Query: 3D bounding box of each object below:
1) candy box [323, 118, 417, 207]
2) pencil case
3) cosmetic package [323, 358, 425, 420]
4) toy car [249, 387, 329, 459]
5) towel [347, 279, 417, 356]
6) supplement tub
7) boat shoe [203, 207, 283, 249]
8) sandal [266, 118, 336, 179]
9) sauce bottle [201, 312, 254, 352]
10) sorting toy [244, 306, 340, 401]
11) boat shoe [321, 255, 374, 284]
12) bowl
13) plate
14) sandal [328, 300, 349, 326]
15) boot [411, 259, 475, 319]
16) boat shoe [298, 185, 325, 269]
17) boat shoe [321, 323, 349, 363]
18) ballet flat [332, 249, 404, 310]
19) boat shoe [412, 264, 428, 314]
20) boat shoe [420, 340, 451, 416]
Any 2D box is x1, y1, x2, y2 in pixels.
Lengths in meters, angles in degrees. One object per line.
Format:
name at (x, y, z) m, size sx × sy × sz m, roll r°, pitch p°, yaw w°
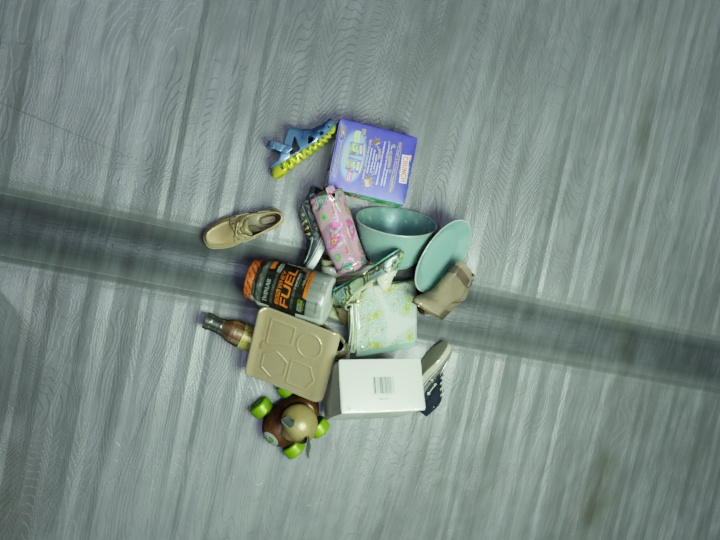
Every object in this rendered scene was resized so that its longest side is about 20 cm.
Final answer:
candy box at (0.024, -0.260, 1.371) m, size 0.197 × 0.077 × 0.171 m, roll 12°, pitch 91°, yaw -10°
pencil case at (-0.051, -0.094, 1.304) m, size 0.086 × 0.087 × 0.202 m, roll -19°, pitch 95°, yaw -8°
cosmetic package at (0.025, 0.286, 1.337) m, size 0.197 × 0.200 × 0.125 m, roll 2°, pitch 69°, yaw -15°
toy car at (-0.161, 0.373, 1.327) m, size 0.157 × 0.200 × 0.165 m, roll -38°, pitch 100°, yaw -5°
towel at (0.057, 0.116, 1.392) m, size 0.198 × 0.048 × 0.174 m, roll -4°, pitch 100°, yaw -30°
supplement tub at (-0.166, 0.046, 1.322) m, size 0.198 × 0.122 × 0.124 m, roll 15°, pitch 92°, yaw 8°
boat shoe at (-0.279, -0.105, 1.333) m, size 0.198 × 0.064 × 0.072 m, roll -22°, pitch 98°, yaw -8°
sandal at (-0.146, -0.307, 1.337) m, size 0.199 × 0.079 × 0.088 m, roll -36°, pitch 96°, yaw -7°
sauce bottle at (-0.283, 0.157, 1.356) m, size 0.198 × 0.066 × 0.067 m, roll 27°, pitch 90°, yaw -10°
sorting toy at (-0.159, 0.194, 1.307) m, size 0.198 × 0.037 × 0.187 m, roll 18°, pitch 109°, yaw 5°
boat shoe at (0.000, 0.000, 1.396) m, size 0.197 × 0.075 × 0.069 m, roll 0°, pitch 106°, yaw -6°
bowl at (0.080, -0.073, 1.354) m, size 0.198 × 0.201 × 0.106 m, roll 3°, pitch 114°, yaw -11°
plate at (0.194, -0.038, 1.348) m, size 0.026 × 0.200 × 0.201 m, roll 36°, pitch 86°, yaw 33°
sandal at (-0.016, 0.111, 1.404) m, size 0.200 × 0.057 × 0.080 m, roll 33°, pitch 90°, yaw -12°
boot at (0.207, 0.041, 1.360) m, size 0.070 × 0.200 × 0.147 m, roll 36°, pitch 96°, yaw 29°
boat shoe at (-0.119, -0.103, 1.365) m, size 0.090 × 0.071 × 0.202 m, roll 23°, pitch 83°, yaw -11°
boat shoe at (-0.111, 0.151, 1.346) m, size 0.199 × 0.060 × 0.072 m, roll 32°, pitch 64°, yaw 21°
ballet flat at (0.029, 0.028, 1.279) m, size 0.199 × 0.074 × 0.075 m, roll -33°, pitch 101°, yaw 22°
boat shoe at (0.179, 0.009, 1.436) m, size 0.075 × 0.072 × 0.203 m, roll -8°, pitch 104°, yaw -25°
boat shoe at (0.190, 0.284, 1.458) m, size 0.092 × 0.075 × 0.201 m, roll 37°, pitch 95°, yaw -18°
